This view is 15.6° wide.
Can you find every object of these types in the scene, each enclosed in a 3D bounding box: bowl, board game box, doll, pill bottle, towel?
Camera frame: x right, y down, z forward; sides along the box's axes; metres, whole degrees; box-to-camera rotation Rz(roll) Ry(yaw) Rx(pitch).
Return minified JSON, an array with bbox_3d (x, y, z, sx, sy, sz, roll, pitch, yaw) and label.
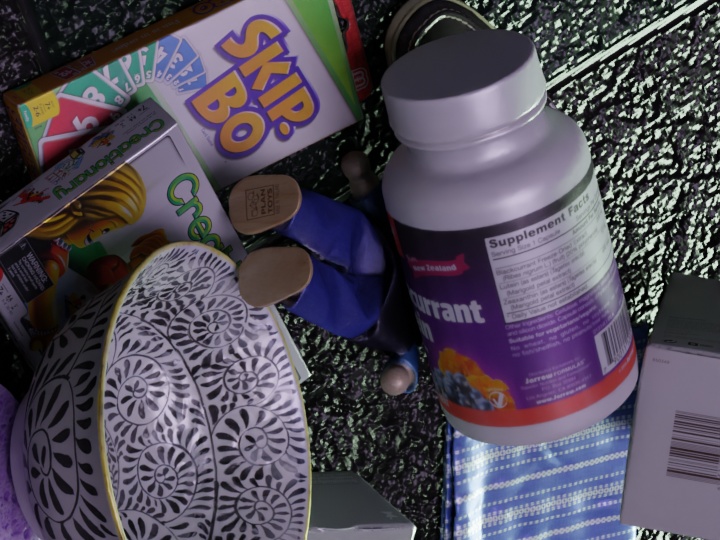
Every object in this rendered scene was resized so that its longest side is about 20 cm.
[{"bbox_3d":[-0.112,0.091,1.304,0.201,0.094,0.202,29,57,-59],"label":"bowl"},{"bbox_3d":[-0.082,-0.089,1.370,0.199,0.030,0.096,-29,123,-21],"label":"board game box"},{"bbox_3d":[0.000,0.000,1.406,0.200,0.048,0.137,27,50,-59],"label":"doll"},{"bbox_3d":[0.074,-0.019,1.380,0.111,0.111,0.201,-26,117,-20],"label":"pill bottle"},{"bbox_3d":[0.112,0.137,1.584,0.144,0.024,0.201,-12,115,-28],"label":"towel"},{"bbox_3d":[-0.115,0.021,1.368,0.126,0.035,0.200,-37,134,-11],"label":"board game box"}]

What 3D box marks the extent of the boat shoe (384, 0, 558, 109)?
[{"bbox_3d":[0.085,-0.072,1.453,0.072,0.066,0.201,-42,126,-10],"label":"boat shoe"}]

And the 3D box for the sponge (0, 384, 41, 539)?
[{"bbox_3d":[-0.167,0.143,1.334,0.200,0.030,0.112,47,51,-46],"label":"sponge"}]

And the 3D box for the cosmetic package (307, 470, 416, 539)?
[{"bbox_3d":[-0.048,0.218,1.482,0.106,0.090,0.201,3,105,-31],"label":"cosmetic package"}]

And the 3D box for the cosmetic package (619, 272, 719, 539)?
[{"bbox_3d":[0.200,0.075,1.498,0.084,0.200,0.108,9,104,10],"label":"cosmetic package"}]
